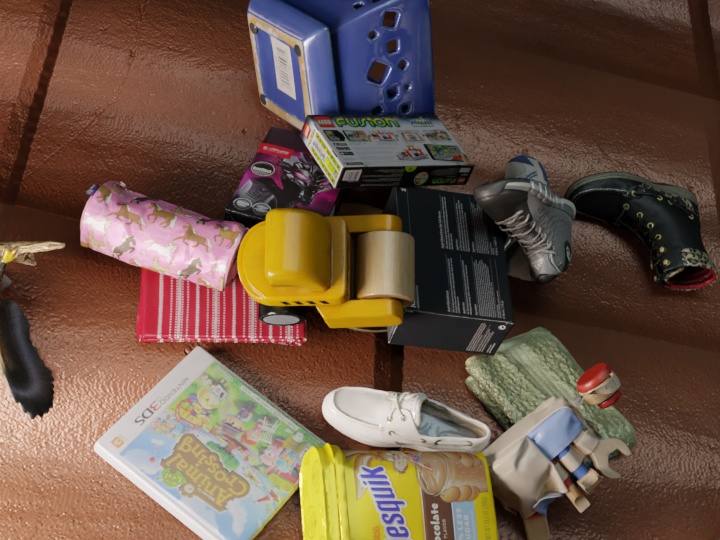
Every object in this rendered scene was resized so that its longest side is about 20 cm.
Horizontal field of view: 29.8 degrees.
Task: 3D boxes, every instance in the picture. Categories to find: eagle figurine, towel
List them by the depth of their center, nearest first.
[{"bbox_3d":[-0.419,0.062,1.486,0.152,0.151,0.200,-3,81,28],"label":"eagle figurine"},{"bbox_3d":[-0.167,0.029,1.626,0.200,0.022,0.145,1,53,-9],"label":"towel"},{"bbox_3d":[0.233,0.164,1.663,0.148,0.036,0.200,-25,65,-31],"label":"towel"}]

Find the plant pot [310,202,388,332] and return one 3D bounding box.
[{"bbox_3d":[0.000,0.000,1.716,0.200,0.027,0.200,9,52,-12],"label":"plant pot"}]

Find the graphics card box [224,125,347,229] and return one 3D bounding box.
[{"bbox_3d":[-0.086,-0.100,1.719,0.125,0.051,0.200,17,42,5],"label":"graphics card box"}]

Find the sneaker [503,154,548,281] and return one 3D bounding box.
[{"bbox_3d":[0.202,-0.080,1.814,0.088,0.075,0.200,8,51,-12],"label":"sneaker"}]

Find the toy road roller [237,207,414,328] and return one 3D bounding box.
[{"bbox_3d":[-0.040,-0.009,1.539,0.200,0.146,0.123,-1,74,5],"label":"toy road roller"}]

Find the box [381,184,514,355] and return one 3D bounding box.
[{"bbox_3d":[0.104,-0.003,1.685,0.141,0.079,0.200,9,51,-15],"label":"box"}]

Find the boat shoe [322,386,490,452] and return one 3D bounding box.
[{"bbox_3d":[0.057,0.169,1.578,0.200,0.069,0.071,15,52,-6],"label":"boat shoe"}]

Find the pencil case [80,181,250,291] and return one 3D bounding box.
[{"bbox_3d":[-0.231,-0.042,1.605,0.200,0.087,0.083,19,22,4],"label":"pencil case"}]

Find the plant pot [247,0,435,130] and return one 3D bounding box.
[{"bbox_3d":[-0.032,-0.287,1.785,0.180,0.200,0.200,-25,39,-25],"label":"plant pot"}]

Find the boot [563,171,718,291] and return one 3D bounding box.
[{"bbox_3d":[0.388,-0.053,1.851,0.203,0.074,0.154,7,47,-18],"label":"boot"}]

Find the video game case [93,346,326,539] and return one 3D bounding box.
[{"bbox_3d":[-0.163,0.199,1.513,0.200,0.022,0.182,37,52,10],"label":"video game case"}]

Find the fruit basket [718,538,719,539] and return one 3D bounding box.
[{"bbox_3d":[0.457,0.312,1.522,0.094,0.200,0.185,13,50,10],"label":"fruit basket"}]

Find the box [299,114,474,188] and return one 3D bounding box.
[{"bbox_3d":[0.035,-0.153,1.716,0.200,0.035,0.110,-3,43,-31],"label":"box"}]

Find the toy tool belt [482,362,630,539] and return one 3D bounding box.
[{"bbox_3d":[0.239,0.212,1.548,0.200,0.125,0.123,-39,97,2],"label":"toy tool belt"}]

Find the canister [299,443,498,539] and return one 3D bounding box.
[{"bbox_3d":[0.043,0.267,1.481,0.200,0.087,0.149,3,64,-18],"label":"canister"}]

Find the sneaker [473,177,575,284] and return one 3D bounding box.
[{"bbox_3d":[0.215,-0.043,1.683,0.200,0.075,0.116,13,68,-49],"label":"sneaker"}]
